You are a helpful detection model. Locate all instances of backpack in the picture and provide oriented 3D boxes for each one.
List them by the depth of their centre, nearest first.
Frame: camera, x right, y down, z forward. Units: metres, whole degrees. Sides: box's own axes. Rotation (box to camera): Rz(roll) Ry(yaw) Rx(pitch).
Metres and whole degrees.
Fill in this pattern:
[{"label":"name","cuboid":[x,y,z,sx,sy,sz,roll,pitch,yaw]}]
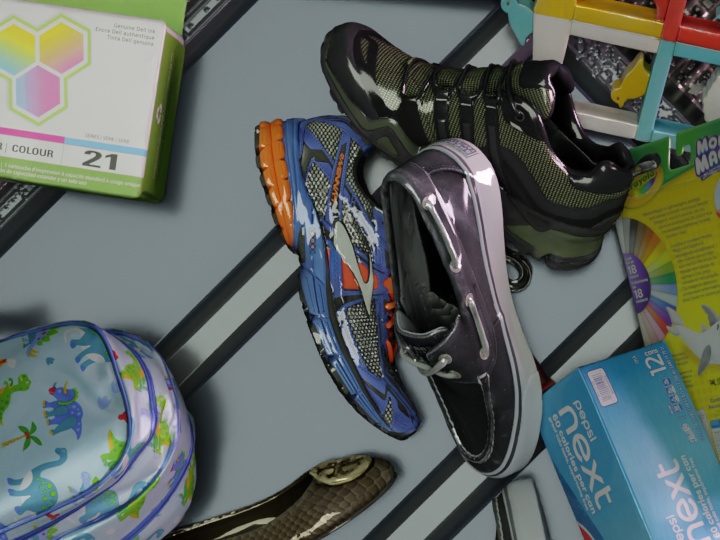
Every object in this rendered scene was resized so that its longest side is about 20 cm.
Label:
[{"label":"backpack","cuboid":[-0.190,0.112,1.345,0.198,0.154,0.164,-11,54,-9]}]

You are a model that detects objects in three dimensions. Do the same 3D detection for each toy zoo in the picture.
[{"label":"toy zoo","cuboid":[0.177,-0.133,1.341,0.198,0.021,0.132,13,120,1]}]

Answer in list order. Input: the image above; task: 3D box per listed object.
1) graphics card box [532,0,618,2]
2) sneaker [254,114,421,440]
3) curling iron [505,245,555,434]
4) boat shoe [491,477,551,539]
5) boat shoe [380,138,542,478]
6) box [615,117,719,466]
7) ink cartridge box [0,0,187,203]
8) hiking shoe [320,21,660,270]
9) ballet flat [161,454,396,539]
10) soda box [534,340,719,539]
[{"label":"graphics card box","cuboid":[0.058,-0.223,1.377,0.198,0.051,0.127,6,90,4]},{"label":"sneaker","cuboid":[0.000,0.000,1.364,0.078,0.075,0.201,-18,88,0]},{"label":"curling iron","cuboid":[0.107,0.059,1.374,0.049,0.026,0.201,-23,86,1]},{"label":"boat shoe","cuboid":[0.090,0.221,1.350,0.056,0.069,0.202,-7,89,5]},{"label":"boat shoe","cuboid":[0.050,0.030,1.319,0.071,0.068,0.201,13,120,42]},{"label":"box","cuboid":[0.208,0.018,1.326,0.048,0.117,0.201,-13,88,-39]},{"label":"ink cartridge box","cuboid":[-0.178,-0.150,1.381,0.147,0.076,0.202,8,90,5]},{"label":"hiking shoe","cuboid":[0.073,-0.094,1.342,0.199,0.076,0.101,35,122,-1]},{"label":"ballet flat","cuboid":[-0.073,0.150,1.368,0.199,0.067,0.047,-26,95,10]},{"label":"soda box","cuboid":[0.169,0.147,1.316,0.064,0.068,0.201,-15,76,-28]}]
